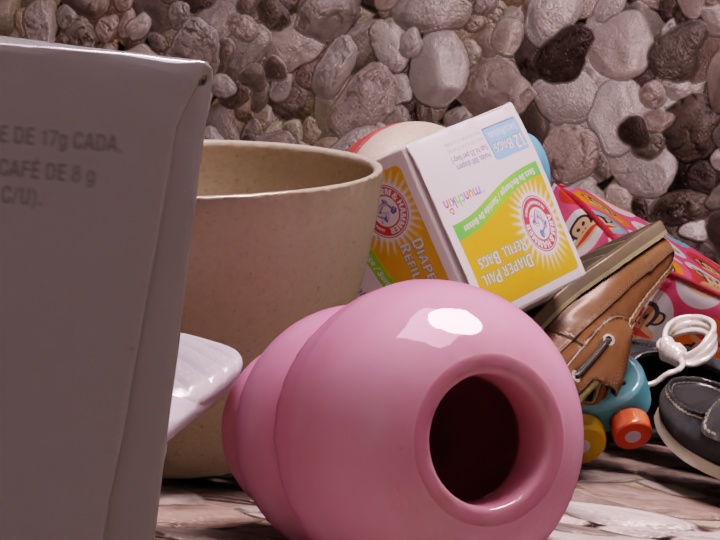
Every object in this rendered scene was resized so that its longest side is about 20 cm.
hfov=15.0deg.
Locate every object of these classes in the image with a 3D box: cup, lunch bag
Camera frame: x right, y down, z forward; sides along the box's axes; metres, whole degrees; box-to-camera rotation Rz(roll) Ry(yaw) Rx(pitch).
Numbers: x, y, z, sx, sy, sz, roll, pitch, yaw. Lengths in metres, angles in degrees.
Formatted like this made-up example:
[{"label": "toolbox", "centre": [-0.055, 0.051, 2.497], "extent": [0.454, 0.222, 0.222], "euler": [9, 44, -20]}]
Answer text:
[{"label": "cup", "centre": [-0.089, 0.020, 1.317], "extent": [0.200, 0.143, 0.200], "euler": [0, 9, 0]}, {"label": "lunch bag", "centre": [0.196, 0.019, 1.764], "extent": [0.200, 0.082, 0.176], "euler": [28, 13, -24]}]

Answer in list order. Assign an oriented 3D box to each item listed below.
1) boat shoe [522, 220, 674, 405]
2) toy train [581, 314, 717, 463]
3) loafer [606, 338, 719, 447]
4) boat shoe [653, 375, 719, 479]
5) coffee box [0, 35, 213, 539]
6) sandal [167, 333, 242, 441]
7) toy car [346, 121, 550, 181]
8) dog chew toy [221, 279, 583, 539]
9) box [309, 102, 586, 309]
[{"label": "boat shoe", "centre": [0.109, 0.044, 1.468], "extent": [0.200, 0.068, 0.072], "euler": [-36, 4, -36]}, {"label": "toy train", "centre": [0.096, 0.034, 1.568], "extent": [0.200, 0.150, 0.056], "euler": [13, -37, 34]}, {"label": "loafer", "centre": [0.169, 0.069, 1.595], "extent": [0.200, 0.068, 0.070], "euler": [14, -18, 43]}, {"label": "boat shoe", "centre": [0.218, 0.083, 1.425], "extent": [0.072, 0.068, 0.200], "euler": [1, 12, -21]}, {"label": "coffee box", "centre": [-0.160, 0.044, 0.543], "extent": [0.199, 0.200, 0.198], "euler": [6, 4, -20]}, {"label": "sandal", "centre": [-0.110, 0.079, 1.097], "extent": [0.079, 0.059, 0.207], "euler": [14, 21, 26]}, {"label": "toy car", "centre": [0.010, -0.004, 1.865], "extent": [0.184, 0.177, 0.200], "euler": [-6, -3, -26]}, {"label": "dog chew toy", "centre": [0.005, 0.067, 1.122], "extent": [0.124, 0.125, 0.200], "euler": [5, -3, -26]}, {"label": "box", "centre": [0.000, 0.000, 1.447], "extent": [0.200, 0.101, 0.112], "euler": [-23, 1, 38]}]
